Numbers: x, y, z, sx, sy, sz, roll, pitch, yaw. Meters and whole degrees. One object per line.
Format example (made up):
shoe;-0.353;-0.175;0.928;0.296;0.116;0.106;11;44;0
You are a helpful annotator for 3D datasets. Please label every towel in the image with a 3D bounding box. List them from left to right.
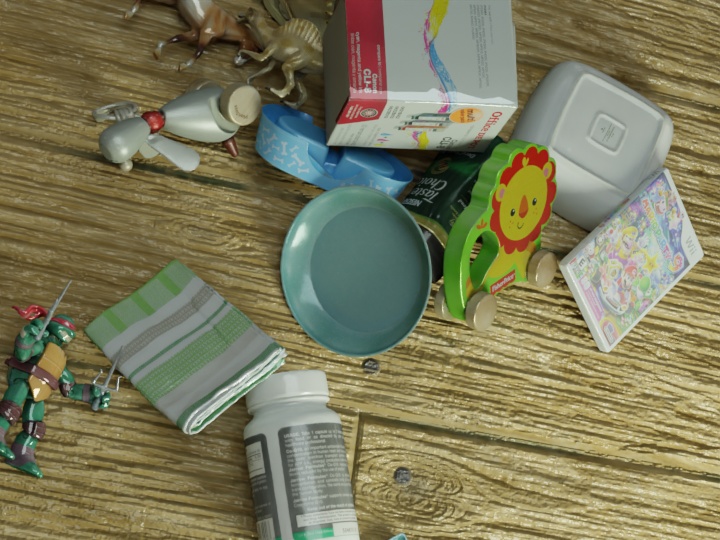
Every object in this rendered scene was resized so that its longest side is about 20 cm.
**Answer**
towel;-0.199;0.080;1.629;0.149;0.031;0.200;-37;57;-23

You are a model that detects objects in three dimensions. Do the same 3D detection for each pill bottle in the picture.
pill bottle;-0.070;0.219;1.630;0.113;0.113;0.201;-5;77;-17

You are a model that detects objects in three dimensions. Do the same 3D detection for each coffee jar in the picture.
coffee jar;0.103;-0.077;1.764;0.200;0.104;0.085;-51;127;-22

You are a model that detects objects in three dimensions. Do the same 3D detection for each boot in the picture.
boot;-0.025;-0.311;1.769;0.200;0.155;0.073;46;67;-1

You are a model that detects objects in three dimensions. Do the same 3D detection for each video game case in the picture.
video game case;0.343;-0.014;1.824;0.200;0.018;0.143;-42;120;-22

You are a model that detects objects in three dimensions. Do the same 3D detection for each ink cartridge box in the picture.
ink cartridge box;0.067;-0.230;1.675;0.199;0.145;0.145;1;73;-12

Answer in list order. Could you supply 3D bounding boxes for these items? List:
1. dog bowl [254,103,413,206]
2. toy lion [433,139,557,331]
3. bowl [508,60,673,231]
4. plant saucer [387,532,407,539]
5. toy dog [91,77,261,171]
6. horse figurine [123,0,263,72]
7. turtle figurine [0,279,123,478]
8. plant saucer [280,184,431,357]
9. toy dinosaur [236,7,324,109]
dog bowl;-0.037;-0.134;1.746;0.199;0.112;0.050;25;110;-8
toy lion;0.167;-0.053;1.725;0.200;0.068;0.192;-32;129;-40
bowl;0.302;-0.163;1.864;0.199;0.075;0.200;30;71;-5
plant saucer;-0.021;0.374;1.651;0.199;0.019;0.070;-24;82;-21
toy dog;-0.210;-0.157;1.710;0.199;0.132;0.097;-18;114;-13
horse figurine;-0.220;-0.319;1.771;0.132;0.050;0.200;-36;81;-33
turtle figurine;-0.344;0.117;1.593;0.150;0.100;0.201;39;67;-41
plant saucer;0.000;0.000;1.701;0.036;0.200;0.201;-8;72;-62
toy dinosaur;-0.074;-0.249;1.743;0.199;0.058;0.101;27;87;6
